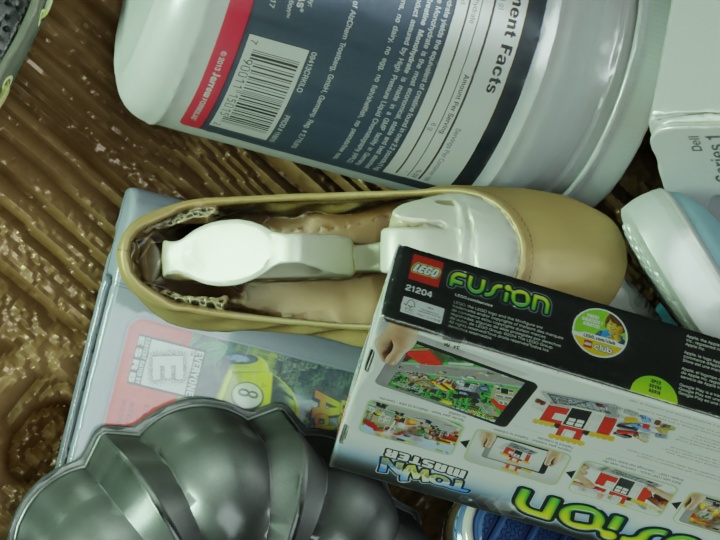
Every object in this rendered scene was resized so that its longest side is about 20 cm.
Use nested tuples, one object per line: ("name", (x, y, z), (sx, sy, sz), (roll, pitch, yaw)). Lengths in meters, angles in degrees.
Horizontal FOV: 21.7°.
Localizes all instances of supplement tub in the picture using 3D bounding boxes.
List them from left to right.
("supplement tub", (0.011, -0.106, 0.760), (0.199, 0.140, 0.141), (14, 87, -16))

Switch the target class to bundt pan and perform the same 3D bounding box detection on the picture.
("bundt pan", (-0.050, 0.153, 0.745), (0.201, 0.076, 0.203), (0, 91, -17))

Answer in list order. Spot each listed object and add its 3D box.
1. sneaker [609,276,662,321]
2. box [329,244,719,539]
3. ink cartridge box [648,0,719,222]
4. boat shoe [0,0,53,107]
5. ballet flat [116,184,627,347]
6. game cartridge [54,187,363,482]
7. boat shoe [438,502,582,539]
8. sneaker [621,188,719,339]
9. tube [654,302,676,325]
("sneaker", (0.095, 0.066, 0.794), (0.087, 0.076, 0.200), (-34, 125, -5))
("box", (0.095, 0.061, 0.697), (0.199, 0.110, 0.035), (17, 55, -2))
("ink cartridge box", (0.183, -0.101, 0.768), (0.084, 0.146, 0.201), (2, 61, 22))
("boat shoe", (-0.151, -0.129, 0.754), (0.072, 0.060, 0.203), (19, 86, -15))
("ballet flat", (0.000, 0.000, 0.718), (0.199, 0.063, 0.069), (-3, 81, 15))
("game cartridge", (-0.059, 0.077, 0.798), (0.132, 0.041, 0.201), (14, 87, -20))
("boat shoe", (0.085, 0.168, 0.805), (0.072, 0.072, 0.200), (-50, 117, -31))
("sneaker", (0.181, 0.024, 0.739), (0.082, 0.074, 0.200), (-43, 118, 5))
("tube", (0.211, -0.041, 0.872), (0.077, 0.050, 0.201), (29, 89, -5))
